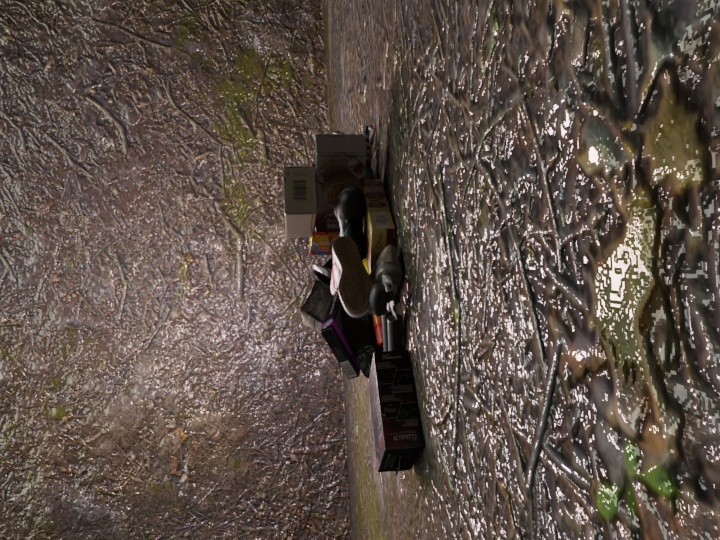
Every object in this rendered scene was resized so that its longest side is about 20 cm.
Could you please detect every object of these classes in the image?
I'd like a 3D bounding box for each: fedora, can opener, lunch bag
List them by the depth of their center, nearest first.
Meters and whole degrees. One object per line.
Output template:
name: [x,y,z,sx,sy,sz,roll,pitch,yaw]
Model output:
can opener: [0.052,0.099,1.031,0.053,0.064,0.206,-127,23,-54]
lunch bag: [-0.062,0.138,1.456,0.120,0.195,0.165,-60,-6,-16]
fedora: [-0.043,0.018,1.460,0.093,0.198,0.201,-52,-3,-13]

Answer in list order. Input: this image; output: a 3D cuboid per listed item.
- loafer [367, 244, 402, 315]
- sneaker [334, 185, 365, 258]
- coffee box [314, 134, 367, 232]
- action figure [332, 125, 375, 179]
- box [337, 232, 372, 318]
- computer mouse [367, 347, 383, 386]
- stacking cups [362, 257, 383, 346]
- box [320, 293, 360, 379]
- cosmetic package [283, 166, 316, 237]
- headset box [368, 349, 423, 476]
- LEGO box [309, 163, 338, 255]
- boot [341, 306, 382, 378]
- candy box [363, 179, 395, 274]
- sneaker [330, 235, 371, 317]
loafer: [0.046,0.024,1.094,0.202,0.069,0.065,114,162,-57]
sneaker: [-0.013,-0.089,1.147,0.080,0.073,0.205,52,151,39]
coffee box: [-0.047,-0.191,1.167,0.081,0.109,0.205,-99,10,-47]
action figure: [-0.016,-0.239,1.265,0.102,0.197,0.202,4,109,43]
box: [0.000,0.000,1.325,0.158,0.048,0.206,53,-156,-53]
computer mouse: [0.026,0.213,1.365,0.204,0.042,0.112,103,156,-49]
stacking cups: [0.047,0.071,1.204,0.061,0.058,0.207,99,161,-64]
box: [-0.032,0.135,1.254,0.146,0.035,0.202,61,-156,-24]
cosmetic package: [-0.138,-0.149,1.183,0.200,0.070,0.108,126,142,-79]
headset box: [0.064,0.282,1.009,0.151,0.074,0.206,96,170,-56]
LEGO box: [-0.105,-0.172,1.483,0.151,0.074,0.207,107,162,-59]
boot: [0.014,0.162,1.234,0.131,0.065,0.207,40,-148,-73]
candy box: [0.035,-0.101,1.170,0.204,0.053,0.119,-99,9,-51]
sneaker: [-0.021,0.039,1.077,0.115,0.068,0.204,95,167,-46]
